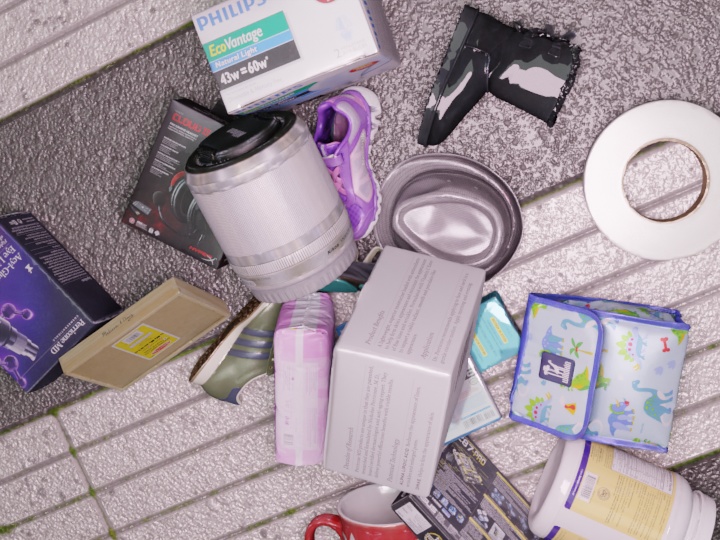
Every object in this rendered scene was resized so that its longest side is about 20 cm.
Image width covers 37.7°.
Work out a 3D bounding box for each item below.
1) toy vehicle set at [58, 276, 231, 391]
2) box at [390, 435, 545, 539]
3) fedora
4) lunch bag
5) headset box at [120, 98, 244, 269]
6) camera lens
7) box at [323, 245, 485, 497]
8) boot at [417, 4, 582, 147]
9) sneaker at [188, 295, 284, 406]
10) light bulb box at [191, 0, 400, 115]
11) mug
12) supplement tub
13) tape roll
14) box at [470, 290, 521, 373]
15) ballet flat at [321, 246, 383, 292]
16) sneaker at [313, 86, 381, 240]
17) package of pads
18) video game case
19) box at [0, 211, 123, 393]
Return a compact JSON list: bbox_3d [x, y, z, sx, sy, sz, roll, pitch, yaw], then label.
[{"bbox_3d":[-0.288,0.089,1.417,0.200,0.124,0.027,-34,61,12],"label":"toy vehicle set"},{"bbox_3d":[0.150,0.323,1.360,0.200,0.161,0.049,47,131,-1],"label":"box"},{"bbox_3d":[0.107,-0.059,1.345,0.200,0.090,0.177,21,101,6],"label":"fedora"},{"bbox_3d":[0.296,0.123,1.323,0.200,0.127,0.170,10,99,8],"label":"lunch bag"},{"bbox_3d":[-0.205,-0.125,1.395,0.149,0.075,0.200,27,102,4],"label":"headset box"},{"bbox_3d":[-0.108,-0.081,1.279,0.160,0.160,0.200,-20,116,12],"label":"camera lens"},{"bbox_3d":[0.052,0.114,1.224,0.131,0.199,0.200,14,129,10],"label":"box"},{"bbox_3d":[0.175,-0.225,1.323,0.162,0.073,0.198,22,101,2],"label":"boot"},{"bbox_3d":[-0.137,0.099,1.429,0.090,0.067,0.200,40,97,-15],"label":"sneaker"},{"bbox_3d":[-0.070,-0.280,1.286,0.198,0.200,0.125,-20,94,12],"label":"light bulb box"},{"bbox_3d":[0.029,0.401,1.425,0.177,0.133,0.200,6,107,45],"label":"mug"},{"bbox_3d":[0.329,0.304,1.336,0.200,0.145,0.145,23,101,5],"label":"supplement tub"},{"bbox_3d":[0.381,-0.113,1.320,0.203,0.037,0.203,2,99,10],"label":"tape roll"},{"bbox_3d":[0.112,0.111,1.391,0.200,0.049,0.082,-30,92,12],"label":"box"},{"bbox_3d":[0.000,0.000,1.355,0.200,0.073,0.073,9,100,27],"label":"ballet flat"},{"bbox_3d":[-0.025,-0.136,1.349,0.080,0.088,0.200,4,99,29],"label":"sneaker"},{"bbox_3d":[-0.072,0.140,1.369,0.076,0.121,0.200,3,112,4],"label":"package of pads"},{"bbox_3d":[0.075,0.131,1.365,0.143,0.018,0.200,-27,90,13],"label":"video game case"},{"bbox_3d":[-0.455,0.041,1.447,0.200,0.104,0.148,45,102,1],"label":"box"}]
